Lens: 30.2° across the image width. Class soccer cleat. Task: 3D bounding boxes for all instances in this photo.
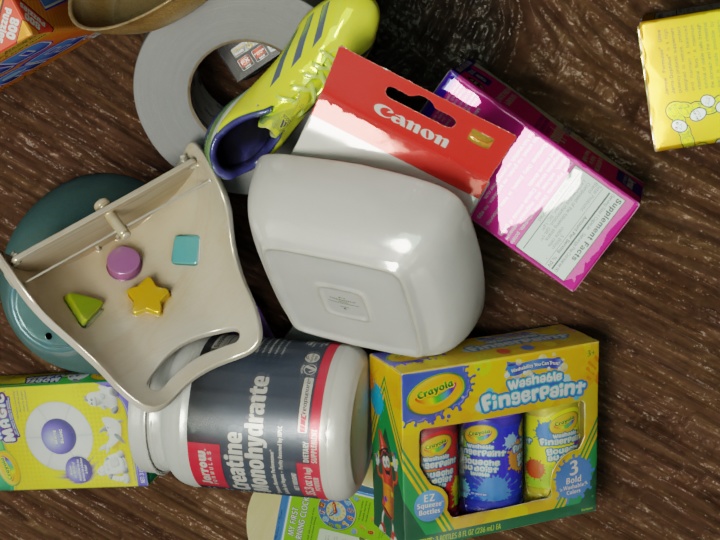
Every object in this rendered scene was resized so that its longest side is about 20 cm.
[{"bbox_3d":[-0.055,-0.148,1.108,0.065,0.084,0.200,38,115,-22],"label":"soccer cleat"}]

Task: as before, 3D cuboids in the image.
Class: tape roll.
[{"bbox_3d":[-0.098,-0.169,1.184,0.200,0.066,0.200,0,123,-1],"label":"tape roll"}]

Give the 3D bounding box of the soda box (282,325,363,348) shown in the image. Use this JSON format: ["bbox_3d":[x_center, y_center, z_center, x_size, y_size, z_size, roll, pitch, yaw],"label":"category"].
[{"bbox_3d":[-0.071,0.117,1.300,0.068,0.063,0.200,38,109,1],"label":"soda box"}]

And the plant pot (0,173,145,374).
[{"bbox_3d":[-0.265,0.016,1.284,0.200,0.135,0.200,3,104,13],"label":"plant pot"}]

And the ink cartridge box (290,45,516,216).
[{"bbox_3d":[0.022,-0.079,1.108,0.161,0.050,0.200,27,152,-1],"label":"ink cartridge box"}]

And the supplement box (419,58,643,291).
[{"bbox_3d":[0.140,-0.087,1.179,0.200,0.101,0.103,37,110,2],"label":"supplement box"}]

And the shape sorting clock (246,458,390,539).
[{"bbox_3d":[-0.018,0.265,1.337,0.200,0.039,0.200,3,114,8],"label":"shape sorting clock"}]

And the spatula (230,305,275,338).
[{"bbox_3d":[-0.130,-0.015,1.302,0.056,0.021,0.200,-9,98,41],"label":"spatula"}]

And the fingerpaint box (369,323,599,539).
[{"bbox_3d":[0.114,0.148,1.206,0.200,0.073,0.167,-7,104,-22],"label":"fingerpaint box"}]

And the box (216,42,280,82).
[{"bbox_3d":[-0.069,-0.290,1.206,0.200,0.048,0.158,-30,96,18],"label":"box"}]

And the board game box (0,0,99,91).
[{"bbox_3d":[-0.377,-0.263,1.206,0.200,0.200,0.200,-25,97,17],"label":"board game box"}]

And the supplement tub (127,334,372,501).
[{"bbox_3d":[-0.094,0.129,1.200,0.200,0.140,0.141,3,105,12],"label":"supplement tub"}]

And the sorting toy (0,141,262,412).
[{"bbox_3d":[-0.181,0.022,1.150,0.200,0.107,0.180,-31,76,-18],"label":"sorting toy"}]

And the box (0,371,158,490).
[{"bbox_3d":[-0.312,0.165,1.380,0.200,0.048,0.117,-4,102,16],"label":"box"}]

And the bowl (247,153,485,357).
[{"bbox_3d":[0.000,0.000,1.132,0.200,0.075,0.200,11,147,20],"label":"bowl"}]

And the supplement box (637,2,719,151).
[{"bbox_3d":[0.337,-0.172,1.107,0.200,0.109,0.110,-7,102,15],"label":"supplement box"}]

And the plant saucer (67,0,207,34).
[{"bbox_3d":[-0.158,-0.264,1.130,0.200,0.200,0.035,-26,130,18],"label":"plant saucer"}]
